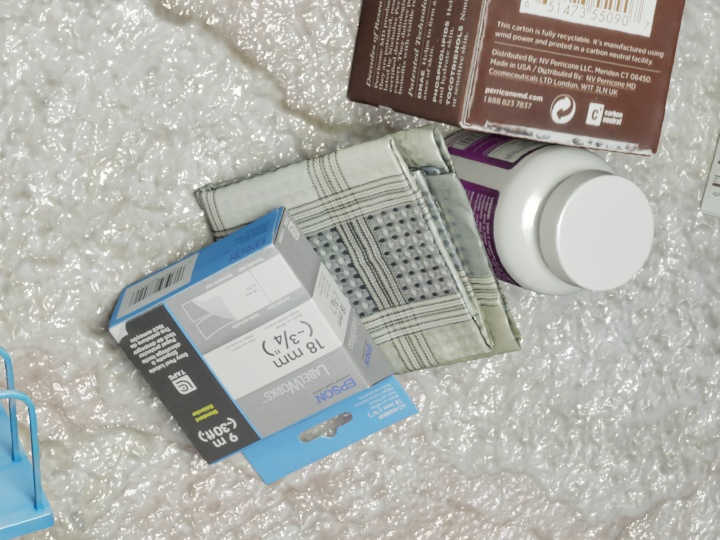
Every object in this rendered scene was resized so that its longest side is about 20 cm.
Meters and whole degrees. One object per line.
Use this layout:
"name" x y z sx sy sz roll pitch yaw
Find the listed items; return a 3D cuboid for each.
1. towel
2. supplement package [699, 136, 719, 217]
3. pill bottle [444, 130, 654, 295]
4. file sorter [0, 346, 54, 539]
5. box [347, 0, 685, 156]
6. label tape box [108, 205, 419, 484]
"towel" 0.000 0.000 1.364 0.199 0.035 0.193 -15 112 22
"supplement package" 0.403 -0.119 1.530 0.151 0.151 0.201 13 94 -27
"pill bottle" 0.130 -0.042 1.388 0.112 0.200 0.113 -5 102 -24
"file sorter" -0.297 0.075 1.191 0.138 0.200 0.123 -15 134 -22
"box" 0.113 -0.183 1.352 0.165 0.200 0.165 6 97 -25
"label tape box" -0.066 0.073 1.359 0.144 0.063 0.200 -27 113 17
